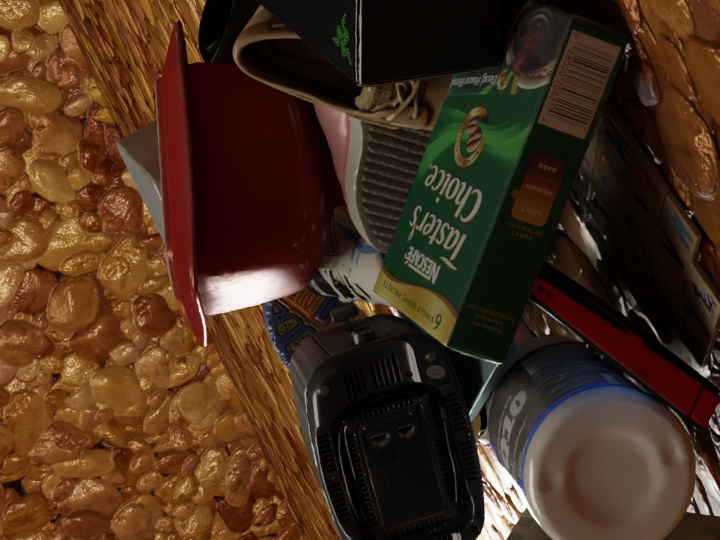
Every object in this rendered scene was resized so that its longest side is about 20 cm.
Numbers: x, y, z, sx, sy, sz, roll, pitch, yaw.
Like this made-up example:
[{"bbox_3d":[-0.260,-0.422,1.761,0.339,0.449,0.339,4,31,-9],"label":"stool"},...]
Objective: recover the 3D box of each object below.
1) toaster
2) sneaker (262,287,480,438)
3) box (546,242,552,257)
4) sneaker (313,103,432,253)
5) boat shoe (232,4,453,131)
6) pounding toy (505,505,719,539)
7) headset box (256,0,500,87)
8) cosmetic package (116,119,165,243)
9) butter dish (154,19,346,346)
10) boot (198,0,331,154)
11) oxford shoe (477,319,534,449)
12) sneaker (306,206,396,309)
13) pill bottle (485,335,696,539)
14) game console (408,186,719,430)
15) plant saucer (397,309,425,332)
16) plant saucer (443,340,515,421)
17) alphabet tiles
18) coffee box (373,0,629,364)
[{"bbox_3d":[0.019,0.124,1.530,0.129,0.113,0.201,-129,22,-73],"label":"toaster"},{"bbox_3d":[0.001,0.079,1.673,0.200,0.075,0.088,40,178,-10],"label":"sneaker"},{"bbox_3d":[0.069,-0.109,1.465,0.201,0.044,0.160,60,172,17],"label":"box"},{"bbox_3d":[0.001,-0.116,1.447,0.105,0.075,0.201,46,154,51],"label":"sneaker"},{"bbox_3d":[0.019,-0.116,1.323,0.065,0.199,0.072,-58,-21,-58],"label":"boat shoe"},{"bbox_3d":[0.160,0.247,1.473,0.183,0.142,0.201,4,130,36],"label":"pounding toy"},{"bbox_3d":[0.007,-0.217,1.231,0.200,0.092,0.175,-134,40,-56],"label":"headset box"},{"bbox_3d":[-0.081,-0.087,1.811,0.123,0.199,0.200,64,172,-17],"label":"cosmetic package"},{"bbox_3d":[-0.066,-0.060,1.507,0.200,0.147,0.201,102,164,-76],"label":"butter dish"},{"bbox_3d":[-0.073,-0.126,1.624,0.077,0.138,0.201,15,101,51],"label":"boot"},{"bbox_3d":[0.127,0.128,1.725,0.201,0.075,0.070,66,169,-18],"label":"oxford shoe"},{"bbox_3d":[0.000,0.000,1.557,0.072,0.072,0.200,46,178,-20],"label":"sneaker"},{"bbox_3d":[0.148,0.112,1.446,0.114,0.113,0.200,64,178,-13],"label":"pill bottle"},{"bbox_3d":[0.126,0.022,1.337,0.177,0.031,0.200,32,-175,-28],"label":"game console"},{"bbox_3d":[0.051,0.004,1.600,0.201,0.027,0.200,59,163,29],"label":"plant saucer"},{"bbox_3d":[0.076,0.054,1.468,0.200,0.019,0.070,104,149,-72],"label":"plant saucer"},{"bbox_3d":[0.162,-0.038,1.317,0.200,0.006,0.167,58,169,21],"label":"alphabet tiles"},{"bbox_3d":[0.077,-0.058,1.231,0.201,0.044,0.123,-69,25,9],"label":"coffee box"}]
